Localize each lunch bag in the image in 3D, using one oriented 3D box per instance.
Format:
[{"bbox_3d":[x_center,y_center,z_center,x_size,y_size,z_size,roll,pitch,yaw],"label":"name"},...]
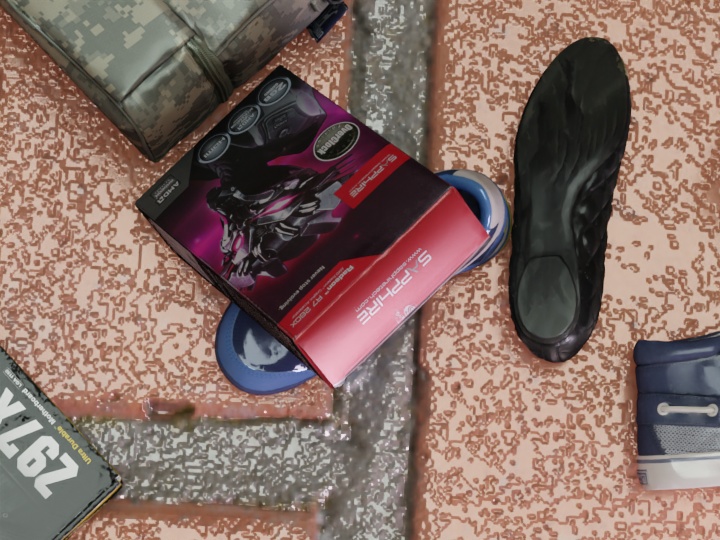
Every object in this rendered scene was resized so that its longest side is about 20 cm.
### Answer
[{"bbox_3d":[-0.123,-0.184,1.684,0.168,0.139,0.200,-43,82,-1],"label":"lunch bag"}]

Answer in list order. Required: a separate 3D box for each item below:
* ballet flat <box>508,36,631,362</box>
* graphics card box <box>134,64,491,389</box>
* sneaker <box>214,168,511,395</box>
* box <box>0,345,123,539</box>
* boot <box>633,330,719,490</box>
[{"bbox_3d":[0.121,-0.043,1.733,0.066,0.057,0.201,8,75,10],"label":"ballet flat"},{"bbox_3d":[-0.031,-0.029,1.654,0.125,0.200,0.051,-44,129,-6],"label":"graphics card box"},{"bbox_3d":[0.000,0.000,1.698,0.200,0.082,0.074,-35,87,-6],"label":"sneaker"},{"bbox_3d":[-0.260,0.105,1.689,0.160,0.049,0.200,-42,86,-9],"label":"box"},{"bbox_3d":[0.259,0.076,1.703,0.199,0.073,0.091,-4,88,-3],"label":"boot"}]
